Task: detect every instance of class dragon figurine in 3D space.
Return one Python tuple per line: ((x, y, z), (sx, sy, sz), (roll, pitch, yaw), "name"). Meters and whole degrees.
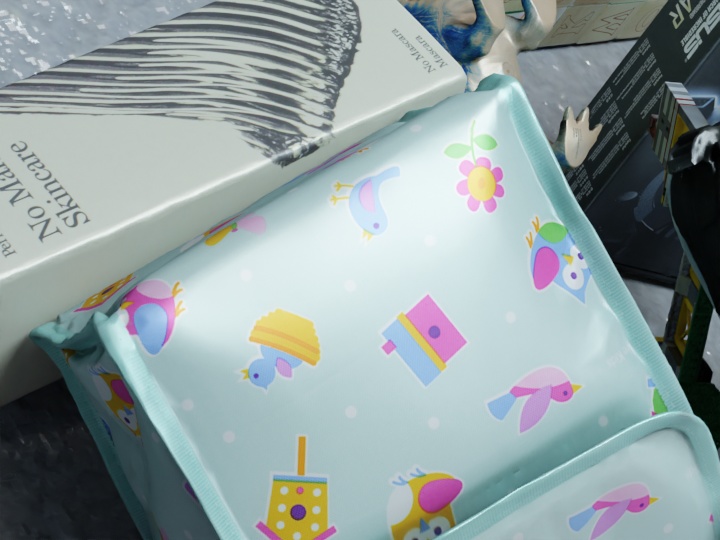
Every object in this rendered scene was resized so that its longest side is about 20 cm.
((0.040, -0.060, 1.103), (0.059, 0.099, 0.200), (-10, 79, -46), "dragon figurine")

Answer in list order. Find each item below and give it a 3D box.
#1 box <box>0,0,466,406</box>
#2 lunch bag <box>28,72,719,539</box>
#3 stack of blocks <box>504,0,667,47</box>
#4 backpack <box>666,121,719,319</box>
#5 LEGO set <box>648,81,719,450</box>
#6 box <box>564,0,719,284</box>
((-0.065, -0.035, 0.932), (0.200, 0.068, 0.082), (-26, 58, -30), "box")
((0.016, 0.064, 0.863), (0.170, 0.122, 0.200), (-30, 95, -20), "lunch bag")
((0.076, -0.165, 1.233), (0.200, 0.059, 0.115), (-10, 59, -44), "stack of blocks")
((0.211, 0.026, 0.897), (0.150, 0.177, 0.200), (-18, 90, -24), "backpack")
((0.187, 0.000, 1.058), (0.200, 0.154, 0.116), (-3, 25, -6), "LEGO set")
((0.190, -0.072, 1.122), (0.160, 0.200, 0.044), (14, 41, -30), "box")
